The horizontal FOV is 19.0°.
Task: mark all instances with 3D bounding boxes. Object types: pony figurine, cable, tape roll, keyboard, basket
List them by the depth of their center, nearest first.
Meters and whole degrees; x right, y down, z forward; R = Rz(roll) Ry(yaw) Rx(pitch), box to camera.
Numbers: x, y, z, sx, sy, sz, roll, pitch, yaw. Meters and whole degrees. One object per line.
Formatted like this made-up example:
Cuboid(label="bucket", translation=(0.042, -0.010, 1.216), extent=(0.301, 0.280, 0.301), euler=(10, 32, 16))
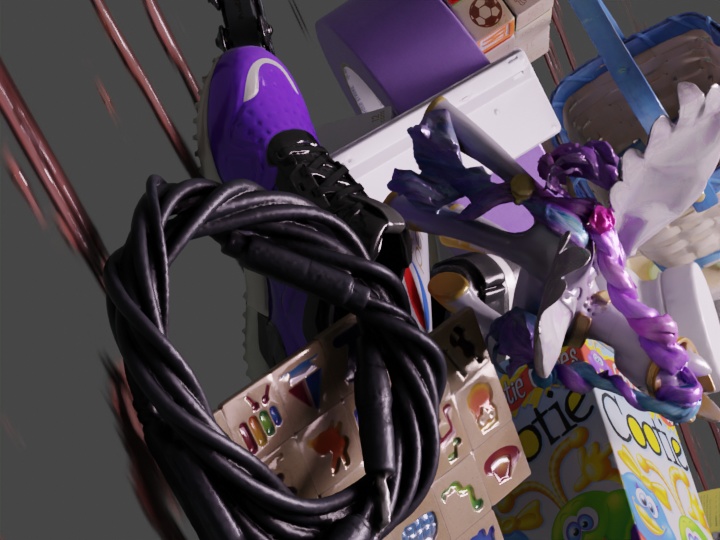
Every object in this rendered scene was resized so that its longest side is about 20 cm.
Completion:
Cuboid(label="cable", translation=(-0.036, 0.038, 0.977), extent=(0.163, 0.051, 0.200), euler=(-33, 97, -37))
Cuboid(label="pony figurine", translation=(0.107, -0.010, 1.129), extent=(0.167, 0.200, 0.193), euler=(-46, 151, -22))
Cuboid(label="keyboard", translation=(0.042, -0.067, 1.229), extent=(0.200, 0.011, 0.056), euler=(-32, 104, -38))
Cuboid(label="tape roll", translation=(0.052, -0.092, 1.376), extent=(0.200, 0.066, 0.200), euler=(56, -5, 8))
Cuboid(label="basket", translation=(0.190, -0.106, 1.407), extent=(0.200, 0.139, 0.176), euler=(44, 19, -43))

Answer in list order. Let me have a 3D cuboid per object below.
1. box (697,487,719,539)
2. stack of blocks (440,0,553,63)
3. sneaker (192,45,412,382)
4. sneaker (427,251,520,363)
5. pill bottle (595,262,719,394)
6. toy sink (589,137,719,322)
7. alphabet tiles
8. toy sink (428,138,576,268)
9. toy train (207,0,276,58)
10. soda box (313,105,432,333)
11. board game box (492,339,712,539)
Cuboid(label="box", translation=(0.152, 0.193, 1.341), extent=(0.050, 0.200, 0.075), euler=(-73, 144, -59))
Cuboid(label="stack of blocks", translation=(0.067, -0.176, 1.404), extent=(0.115, 0.059, 0.200), euler=(55, -5, 11))
Cuboid(label="sneaker", translation=(-0.018, -0.026, 1.101), extent=(0.070, 0.099, 0.200), euler=(-8, 82, -45))
Cuboid(label="sneaker", translation=(0.046, 0.078, 1.305), extent=(0.112, 0.073, 0.200), euler=(-4, 114, -45))
Cuboid(label="pill bottle", translation=(0.134, 0.061, 1.410), extent=(0.112, 0.200, 0.113), euler=(-15, 90, -75))
Cuboid(label="toy sink", translation=(0.245, -0.003, 1.582), extent=(0.200, 0.112, 0.130), euler=(-92, 164, -48))
Cuboid(label="alphabet tiles", translation=(0.006, 0.107, 1.050), extent=(0.200, 0.008, 0.167), euler=(-35, 113, -37))
Cuboid(label="toy sink", translation=(0.113, -0.008, 1.552), extent=(0.200, 0.112, 0.130), euler=(56, 22, -62))
Cuboid(label="toy train", translation=(-0.051, -0.073, 1.201), extent=(0.046, 0.034, 0.200), euler=(58, 19, -76))
Cuboid(label="soda box", translation=(0.000, 0.000, 1.238), extent=(0.200, 0.068, 0.064), euler=(-91, 160, -44))
Cuboid(label="board game box", translation=(0.128, 0.148, 1.205), extent=(0.103, 0.105, 0.200), euler=(35, 31, -42))
